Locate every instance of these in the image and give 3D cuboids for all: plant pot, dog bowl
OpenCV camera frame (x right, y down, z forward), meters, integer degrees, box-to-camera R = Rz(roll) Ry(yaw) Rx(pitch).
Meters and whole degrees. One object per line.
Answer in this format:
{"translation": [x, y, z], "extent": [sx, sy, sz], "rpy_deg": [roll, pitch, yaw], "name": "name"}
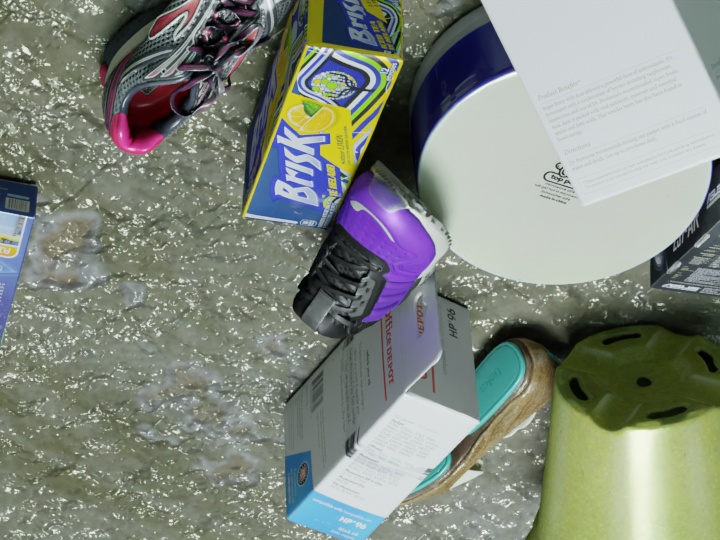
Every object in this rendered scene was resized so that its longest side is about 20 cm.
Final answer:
{"translation": [0.211, 0.150, 1.763], "extent": [0.200, 0.201, 0.185], "rpy_deg": [-5, 123, 1], "name": "plant pot"}
{"translation": [0.133, -0.087, 1.590], "extent": [0.199, 0.079, 0.200], "rpy_deg": [-1, 134, -1], "name": "dog bowl"}

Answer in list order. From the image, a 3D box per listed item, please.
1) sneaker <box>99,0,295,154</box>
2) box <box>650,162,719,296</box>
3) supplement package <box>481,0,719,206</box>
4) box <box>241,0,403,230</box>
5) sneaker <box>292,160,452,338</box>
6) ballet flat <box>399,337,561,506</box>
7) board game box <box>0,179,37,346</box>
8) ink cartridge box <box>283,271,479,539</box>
{"translation": [-0.092, -0.150, 1.523], "extent": [0.080, 0.075, 0.200], "rpy_deg": [27, 126, -26], "name": "sneaker"}
{"translation": [0.317, -0.018, 1.644], "extent": [0.199, 0.044, 0.160], "rpy_deg": [7, 161, -9], "name": "box"}
{"translation": [0.157, -0.162, 1.395], "extent": [0.121, 0.120, 0.200], "rpy_deg": [-19, 101, 40], "name": "supplement package"}
{"translation": [-0.026, -0.108, 1.539], "extent": [0.064, 0.070, 0.200], "rpy_deg": [8, 147, -11], "name": "box"}
{"translation": [0.000, 0.000, 1.599], "extent": [0.099, 0.070, 0.200], "rpy_deg": [-42, 168, -13], "name": "sneaker"}
{"translation": [0.082, 0.122, 1.809], "extent": [0.072, 0.068, 0.200], "rpy_deg": [15, 130, -43], "name": "ballet flat"}
{"translation": [-0.335, -0.019, 1.661], "extent": [0.199, 0.035, 0.136], "rpy_deg": [11, 133, -13], "name": "board game box"}
{"translation": [0.024, 0.092, 1.731], "extent": [0.068, 0.116, 0.200], "rpy_deg": [23, 129, -24], "name": "ink cartridge box"}
